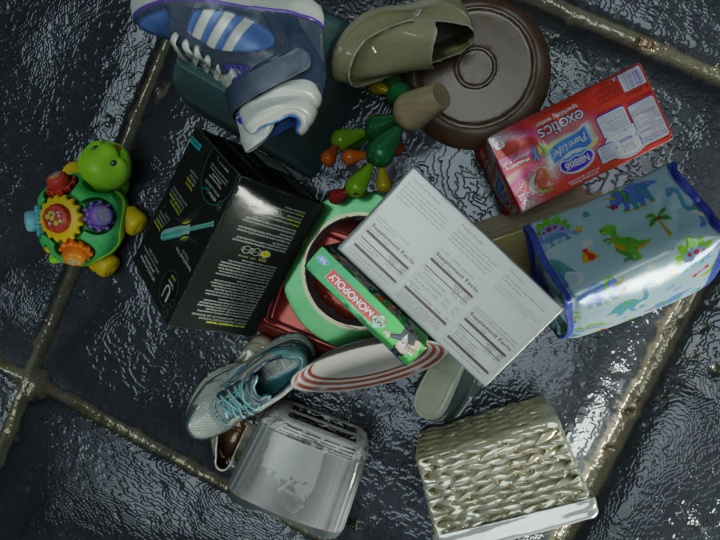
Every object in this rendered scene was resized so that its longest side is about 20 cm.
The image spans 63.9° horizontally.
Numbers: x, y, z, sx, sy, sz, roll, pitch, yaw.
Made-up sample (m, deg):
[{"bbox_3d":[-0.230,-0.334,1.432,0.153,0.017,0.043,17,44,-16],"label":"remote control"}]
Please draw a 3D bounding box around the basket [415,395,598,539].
[{"bbox_3d":[0.173,0.254,0.737,0.199,0.136,0.124,-20,89,8],"label":"basket"}]

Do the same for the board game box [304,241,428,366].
[{"bbox_3d":[0.018,0.024,0.624,0.135,0.200,0.029,45,99,3],"label":"board game box"}]

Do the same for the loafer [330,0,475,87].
[{"bbox_3d":[0.056,-0.268,0.677,0.200,0.076,0.068,-32,60,-18],"label":"loafer"}]

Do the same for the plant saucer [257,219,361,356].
[{"bbox_3d":[-0.038,0.026,0.799,0.199,0.037,0.201,21,96,5],"label":"plant saucer"}]

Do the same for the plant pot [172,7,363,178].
[{"bbox_3d":[-0.114,-0.253,0.708,0.195,0.200,0.197,31,97,5],"label":"plant pot"}]

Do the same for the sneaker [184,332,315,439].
[{"bbox_3d":[-0.148,0.152,0.748,0.200,0.086,0.078,-37,98,-1],"label":"sneaker"}]

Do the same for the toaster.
[{"bbox_3d":[-0.071,0.264,0.780,0.199,0.114,0.130,21,94,2],"label":"toaster"}]

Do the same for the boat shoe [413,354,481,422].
[{"bbox_3d":[0.147,0.118,0.779,0.062,0.073,0.201,32,91,-39],"label":"boat shoe"}]

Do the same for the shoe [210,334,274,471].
[{"bbox_3d":[-0.163,0.189,0.816,0.070,0.053,0.201,19,96,6],"label":"shoe"}]

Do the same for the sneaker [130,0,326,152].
[{"bbox_3d":[-0.134,-0.194,0.572,0.199,0.081,0.147,4,90,2],"label":"sneaker"}]

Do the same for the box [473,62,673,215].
[{"bbox_3d":[0.254,-0.155,0.709,0.199,0.095,0.100,-26,92,2],"label":"box"}]

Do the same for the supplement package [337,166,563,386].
[{"bbox_3d":[0.092,-0.003,0.626,0.200,0.156,0.111,43,100,-2],"label":"supplement package"}]

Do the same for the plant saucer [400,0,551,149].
[{"bbox_3d":[0.150,-0.262,0.757,0.199,0.034,0.201,0,93,7],"label":"plant saucer"}]

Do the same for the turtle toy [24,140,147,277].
[{"bbox_3d":[-0.381,-0.090,0.802,0.146,0.101,0.200,37,97,4],"label":"turtle toy"}]

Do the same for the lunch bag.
[{"bbox_3d":[0.286,0.000,0.642,0.169,0.200,0.128,-24,55,11],"label":"lunch bag"}]

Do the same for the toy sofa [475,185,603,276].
[{"bbox_3d":[0.224,-0.030,0.746,0.199,0.098,0.083,-19,115,8],"label":"toy sofa"}]

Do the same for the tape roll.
[{"bbox_3d":[0.000,0.000,0.750,0.199,0.048,0.202,1,94,7],"label":"tape roll"}]

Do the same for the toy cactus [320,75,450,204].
[{"bbox_3d":[0.041,-0.170,0.699,0.102,0.165,0.200,45,54,-23],"label":"toy cactus"}]

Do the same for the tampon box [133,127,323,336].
[{"bbox_3d":[-0.170,-0.044,0.724,0.150,0.126,0.201,46,111,41],"label":"tampon box"}]

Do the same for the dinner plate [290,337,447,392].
[{"bbox_3d":[0.010,0.115,0.723,0.199,0.200,0.024,-16,68,8],"label":"dinner plate"}]
